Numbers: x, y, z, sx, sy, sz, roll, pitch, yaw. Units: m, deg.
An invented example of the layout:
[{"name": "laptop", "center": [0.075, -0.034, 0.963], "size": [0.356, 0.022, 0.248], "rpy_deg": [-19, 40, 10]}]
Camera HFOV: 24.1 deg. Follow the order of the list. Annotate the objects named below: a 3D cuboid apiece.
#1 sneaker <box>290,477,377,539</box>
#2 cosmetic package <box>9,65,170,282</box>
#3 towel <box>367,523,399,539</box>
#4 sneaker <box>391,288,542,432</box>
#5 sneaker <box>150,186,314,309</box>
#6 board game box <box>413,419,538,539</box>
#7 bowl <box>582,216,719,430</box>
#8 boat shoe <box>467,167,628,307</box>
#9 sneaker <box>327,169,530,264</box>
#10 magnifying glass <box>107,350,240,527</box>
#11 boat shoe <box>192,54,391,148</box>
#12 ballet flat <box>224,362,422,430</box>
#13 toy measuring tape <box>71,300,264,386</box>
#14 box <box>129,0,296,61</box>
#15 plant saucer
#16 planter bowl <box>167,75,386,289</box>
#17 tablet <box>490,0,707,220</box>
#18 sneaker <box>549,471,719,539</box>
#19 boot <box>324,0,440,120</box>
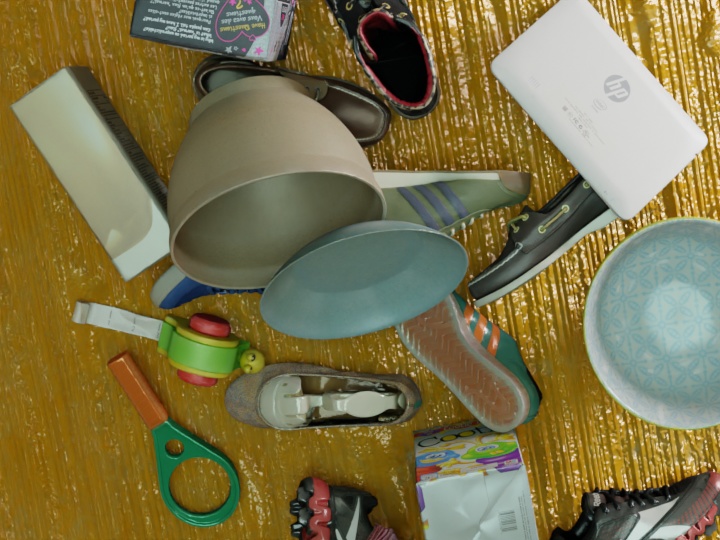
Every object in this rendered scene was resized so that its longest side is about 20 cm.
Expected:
[{"name": "sneaker", "center": [-0.015, 0.302, 1.649], "size": [0.097, 0.071, 0.202], "rpy_deg": [2, 68, -13]}, {"name": "cosmetic package", "center": [-0.246, -0.095, 1.623], "size": [0.071, 0.105, 0.201], "rpy_deg": [-33, 94, 5]}, {"name": "towel", "center": [0.039, 0.360, 1.632], "size": [0.200, 0.023, 0.145], "rpy_deg": [52, 57, -34]}, {"name": "sneaker", "center": [0.103, 0.072, 1.657], "size": [0.071, 0.080, 0.200], "rpy_deg": [-44, 75, 23]}, {"name": "sneaker", "center": [-0.100, 0.010, 1.644], "size": [0.199, 0.077, 0.112], "rpy_deg": [-31, 86, -2]}, {"name": "board game box", "center": [0.108, 0.216, 1.602], "size": [0.102, 0.200, 0.106], "rpy_deg": [-10, 97, 3]}, {"name": "bowl", "center": [0.306, 0.044, 1.623], "size": [0.198, 0.108, 0.202], "rpy_deg": [0, 97, 1]}, {"name": "boat shoe", "center": [0.180, -0.041, 1.637], "size": [0.201, 0.072, 0.061], "rpy_deg": [-36, 94, -2]}, {"name": "sneaker", "center": [0.066, -0.050, 1.626], "size": [0.198, 0.067, 0.091], "rpy_deg": [-1, 87, -7]}, {"name": "magnifying glass", "center": [-0.190, 0.169, 1.682], "size": [0.079, 0.022, 0.201], "rpy_deg": [-29, 105, 8]}, {"name": "boat shoe", "center": [-0.069, -0.159, 1.625], "size": [0.198, 0.072, 0.076], "rpy_deg": [11, 97, 0]}, {"name": "ballet flat", "center": [-0.038, 0.126, 1.662], "size": [0.198, 0.067, 0.069], "rpy_deg": [-4, 97, 2]}, {"name": "toy measuring tape", "center": [-0.191, 0.068, 1.657], "size": [0.198, 0.074, 0.074], "rpy_deg": [15, 97, -1]}, {"name": "box", "center": [-0.126, -0.256, 1.550], "size": [0.131, 0.200, 0.116], "rpy_deg": [11, 99, 1]}, {"name": "plant saucer", "center": [0.000, 0.000, 1.561], "size": [0.199, 0.201, 0.039], "rpy_deg": [-17, 64, 3]}, {"name": "planter bowl", "center": [-0.088, -0.091, 1.534], "size": [0.199, 0.201, 0.136], "rpy_deg": [-17, 64, 3]}, {"name": "tablet", "center": [0.230, -0.160, 1.616], "size": [0.130, 0.014, 0.200], "rpy_deg": [-42, 91, -20]}, {"name": "sneaker", "center": [0.272, 0.247, 1.667], "size": [0.200, 0.071, 0.098], "rpy_deg": [-33, 97, 6]}, {"name": "boot", "center": [0.015, -0.231, 1.574], "size": [0.073, 0.151, 0.201], "rpy_deg": [-26, 96, 4]}]
